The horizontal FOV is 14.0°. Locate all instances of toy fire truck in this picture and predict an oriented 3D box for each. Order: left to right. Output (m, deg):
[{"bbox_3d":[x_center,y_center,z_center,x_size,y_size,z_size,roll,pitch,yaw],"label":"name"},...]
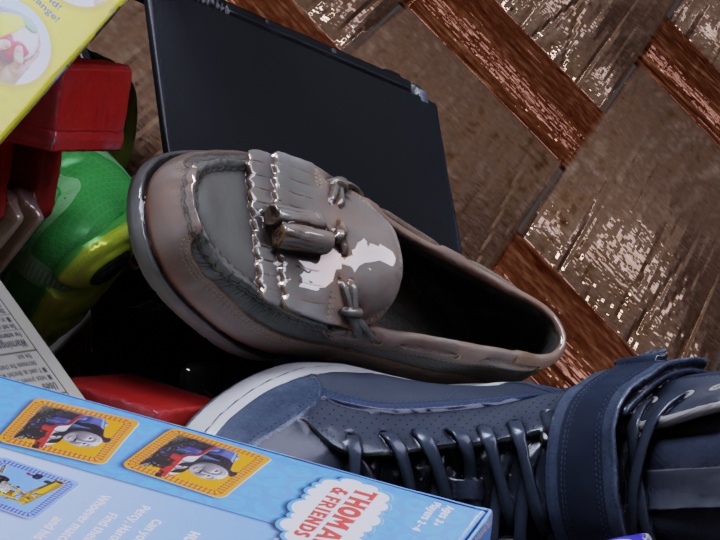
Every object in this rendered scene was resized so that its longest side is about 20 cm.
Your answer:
[{"bbox_3d":[-0.135,-0.012,0.982,0.199,0.142,0.049,13,7,26],"label":"toy fire truck"}]

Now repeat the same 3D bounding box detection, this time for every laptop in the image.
[{"bbox_3d":[-0.060,-0.050,1.115,0.200,0.104,0.177,22,1,39],"label":"laptop"}]

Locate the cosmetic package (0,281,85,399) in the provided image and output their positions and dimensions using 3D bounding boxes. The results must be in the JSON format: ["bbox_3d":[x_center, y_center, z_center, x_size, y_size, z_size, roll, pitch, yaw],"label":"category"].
[{"bbox_3d":[-0.165,0.021,0.913,0.200,0.071,0.105,54,25,16],"label":"cosmetic package"}]

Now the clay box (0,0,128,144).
[{"bbox_3d":[-0.132,-0.100,0.904,0.115,0.048,0.200,42,53,-6],"label":"clay box"}]

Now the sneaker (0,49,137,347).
[{"bbox_3d":[-0.125,-0.037,1.084,0.083,0.074,0.200,35,15,-23],"label":"sneaker"}]

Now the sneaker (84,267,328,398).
[{"bbox_3d":[-0.049,0.017,1.113,0.111,0.077,0.200,44,28,-31],"label":"sneaker"}]

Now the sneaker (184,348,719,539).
[{"bbox_3d":[0.048,0.068,0.945,0.202,0.146,0.077,-5,95,-41],"label":"sneaker"}]

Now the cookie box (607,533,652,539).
[{"bbox_3d":[-0.010,0.151,0.832,0.200,0.171,0.075,-32,106,-67],"label":"cookie box"}]

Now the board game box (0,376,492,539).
[{"bbox_3d":[-0.084,0.079,0.746,0.199,0.037,0.151,13,24,16],"label":"board game box"}]

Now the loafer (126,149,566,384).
[{"bbox_3d":[0.000,0.000,1.001,0.200,0.063,0.072,28,53,-53],"label":"loafer"}]
